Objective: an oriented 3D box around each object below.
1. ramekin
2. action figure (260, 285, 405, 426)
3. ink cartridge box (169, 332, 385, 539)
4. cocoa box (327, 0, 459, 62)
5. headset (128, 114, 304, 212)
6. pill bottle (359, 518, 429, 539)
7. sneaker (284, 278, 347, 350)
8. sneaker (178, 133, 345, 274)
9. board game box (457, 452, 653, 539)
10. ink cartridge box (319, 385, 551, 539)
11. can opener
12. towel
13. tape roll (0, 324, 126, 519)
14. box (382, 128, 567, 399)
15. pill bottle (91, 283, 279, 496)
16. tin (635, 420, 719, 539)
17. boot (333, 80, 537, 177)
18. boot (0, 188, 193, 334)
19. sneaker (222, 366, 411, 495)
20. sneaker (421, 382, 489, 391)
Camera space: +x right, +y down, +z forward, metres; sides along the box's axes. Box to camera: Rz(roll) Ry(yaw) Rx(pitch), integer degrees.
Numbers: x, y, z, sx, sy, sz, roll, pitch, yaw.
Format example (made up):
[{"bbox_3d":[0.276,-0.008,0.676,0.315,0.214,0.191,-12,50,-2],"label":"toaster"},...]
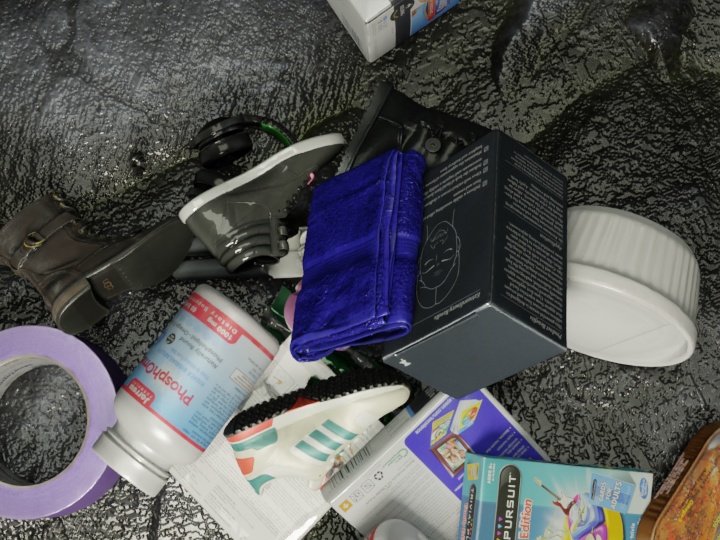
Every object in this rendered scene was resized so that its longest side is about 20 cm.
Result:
[{"bbox_3d":[0.256,0.014,1.259,0.199,0.203,0.095,20,70,6],"label":"ramekin"},{"bbox_3d":[-0.029,0.114,1.326,0.198,0.055,0.119,29,81,3],"label":"action figure"},{"bbox_3d":[-0.084,0.192,1.303,0.161,0.050,0.200,44,89,5],"label":"ink cartridge box"},{"bbox_3d":[0.008,-0.364,1.358,0.130,0.133,0.201,-33,81,-3],"label":"cocoa box"},{"bbox_3d":[-0.160,-0.110,1.370,0.196,0.094,0.126,6,81,-12],"label":"headset"},{"bbox_3d":[-0.011,0.348,1.224,0.199,0.114,0.115,-40,80,21],"label":"pill bottle"},{"bbox_3d":[0.000,0.000,1.292,0.080,0.089,0.202,20,70,38],"label":"sneaker"},{"bbox_3d":[-0.085,-0.066,1.302,0.198,0.071,0.100,-31,84,-17],"label":"sneaker"},{"bbox_3d":[0.196,0.272,1.245,0.197,0.047,0.154,8,85,-20],"label":"board game box"},{"bbox_3d":[0.093,0.226,1.274,0.198,0.043,0.200,-43,113,2],"label":"ink cartridge box"},{"bbox_3d":[-0.112,-0.014,1.350,0.196,0.066,0.054,-3,78,11],"label":"can opener"},{"bbox_3d":[-0.006,-0.018,1.197,0.146,0.049,0.203,-18,51,35],"label":"towel"},{"bbox_3d":[-0.346,0.164,1.317,0.196,0.085,0.204,0,80,2],"label":"tape roll"},{"bbox_3d":[0.112,-0.004,1.180,0.106,0.148,0.203,29,51,-30],"label":"box"},{"bbox_3d":[-0.180,0.123,1.246,0.108,0.109,0.201,35,80,8],"label":"pill bottle"},{"bbox_3d":[0.360,0.247,1.264,0.112,0.042,0.201,41,75,-11],"label":"tin"},{"bbox_3d":[0.078,-0.097,1.351,0.198,0.066,0.167,26,85,2],"label":"boot"},{"bbox_3d":[-0.299,-0.037,1.339,0.199,0.070,0.174,-35,54,-17],"label":"boot"},{"bbox_3d":[-0.036,0.168,1.253,0.197,0.070,0.095,-19,104,1],"label":"sneaker"},{"bbox_3d":[0.098,0.118,1.315,0.072,0.080,0.204,0,96,-20],"label":"sneaker"}]
